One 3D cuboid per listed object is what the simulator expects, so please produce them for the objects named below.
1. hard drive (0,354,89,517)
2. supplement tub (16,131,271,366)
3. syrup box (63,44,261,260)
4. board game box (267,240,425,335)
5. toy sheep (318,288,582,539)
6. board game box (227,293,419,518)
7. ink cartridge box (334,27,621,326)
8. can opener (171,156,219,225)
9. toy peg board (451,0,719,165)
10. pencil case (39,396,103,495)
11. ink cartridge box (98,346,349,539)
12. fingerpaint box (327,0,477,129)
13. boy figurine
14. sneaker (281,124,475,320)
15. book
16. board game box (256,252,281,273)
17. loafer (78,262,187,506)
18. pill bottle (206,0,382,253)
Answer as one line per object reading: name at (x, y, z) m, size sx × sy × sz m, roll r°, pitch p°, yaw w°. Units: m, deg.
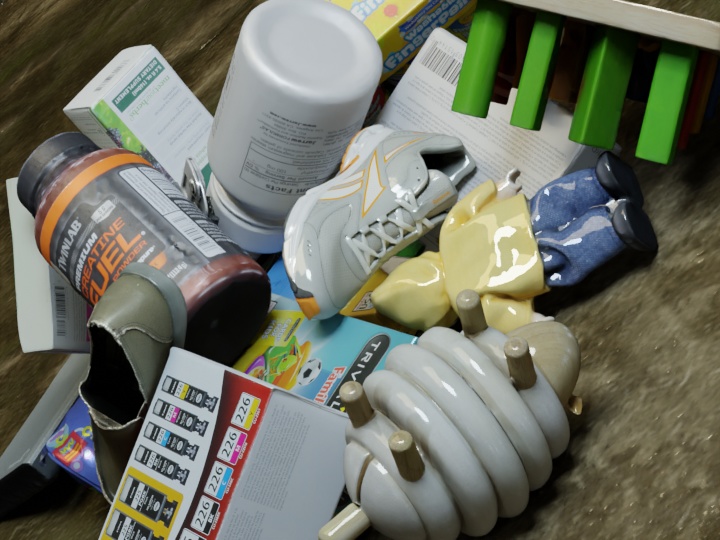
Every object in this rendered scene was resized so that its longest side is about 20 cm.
hard drive at (-0.254, 0.118, 1.672) m, size 0.139 × 0.033 × 0.200 m, roll -34°, pitch 21°, yaw 53°
supplement tub at (-0.163, -0.016, 1.378) m, size 0.107 × 0.107 × 0.200 m, roll -44°, pitch 62°, yaw -9°
syrup box at (-0.153, -0.092, 1.643) m, size 0.079 × 0.200 × 0.081 m, roll -47°, pitch 21°, yaw -17°
board game box at (0.000, 0.000, 1.522) m, size 0.199 × 0.040 × 0.153 m, roll -8°, pitch 39°, yaw 51°
toy sheep at (0.052, 0.099, 1.153) m, size 0.199 × 0.138 × 0.138 m, roll -34°, pitch 22°, yaw -11°
board game box at (-0.046, 0.101, 1.332) m, size 0.200 × 0.047 × 0.151 m, roll 14°, pitch 67°, yaw 54°
ink cartridge box at (0.075, -0.068, 1.438) m, size 0.177 × 0.045 × 0.200 m, roll -55°, pitch 44°, yaw 5°
can opener at (-0.157, -0.022, 1.574) m, size 0.066 × 0.054 × 0.200 m, roll -13°, pitch -25°, yaw -20°
toy peg board at (0.162, -0.138, 1.331) m, size 0.199 × 0.199 × 0.098 m, roll -7°, pitch -67°, yaw -71°
pencil case at (-0.173, 0.087, 1.533) m, size 0.087 × 0.078 × 0.201 m, roll 29°, pitch 86°, yaw 50°
ink cartridge box at (-0.107, 0.162, 1.235) m, size 0.175 × 0.084 × 0.201 m, roll 15°, pitch 82°, yaw 55°
fingerpaint box at (0.034, -0.197, 1.659) m, size 0.200 × 0.167 × 0.073 m, roll -40°, pitch 64°, yaw 1°
boy figurine at (0.101, -0.003, 1.314) m, size 0.199 × 0.064 × 0.125 m, roll -27°, pitch 65°, yaw 22°
sneaker at (0.016, -0.041, 1.351) m, size 0.092 × 0.076 × 0.200 m, roll -3°, pitch 38°, yaw 31°
book at (-0.222, 0.000, 1.539) m, size 0.048 × 0.135 × 0.200 m, roll -6°, pitch -5°, yaw 14°
board game box at (-0.115, 0.018, 1.681) m, size 0.135 × 0.028 × 0.200 m, roll -18°, pitch 31°, yaw 41°
loafer at (-0.162, 0.090, 1.294) m, size 0.075 × 0.201 × 0.070 m, roll 22°, pitch 37°, yaw 28°
pill bottle at (-0.061, -0.110, 1.524) m, size 0.200 × 0.114 × 0.115 m, roll 113°, pitch -178°, yaw -47°
